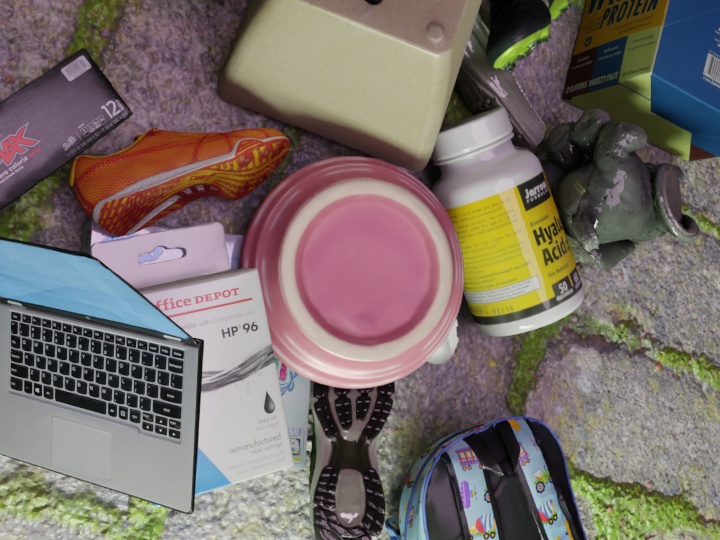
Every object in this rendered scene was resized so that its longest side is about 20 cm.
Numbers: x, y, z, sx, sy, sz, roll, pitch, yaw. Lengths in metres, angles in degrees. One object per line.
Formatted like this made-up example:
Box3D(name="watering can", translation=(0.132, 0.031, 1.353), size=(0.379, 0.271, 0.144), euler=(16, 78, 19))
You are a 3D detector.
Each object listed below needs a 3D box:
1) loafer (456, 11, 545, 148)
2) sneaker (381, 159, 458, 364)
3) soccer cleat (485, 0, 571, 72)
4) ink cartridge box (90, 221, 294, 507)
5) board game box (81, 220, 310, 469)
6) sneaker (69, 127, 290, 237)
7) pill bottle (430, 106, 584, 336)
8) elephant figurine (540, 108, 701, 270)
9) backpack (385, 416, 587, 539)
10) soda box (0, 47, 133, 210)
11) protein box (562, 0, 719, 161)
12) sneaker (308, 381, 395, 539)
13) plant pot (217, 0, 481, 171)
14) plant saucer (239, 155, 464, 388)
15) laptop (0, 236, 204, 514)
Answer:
Box3D(name="loafer", translation=(0.122, -0.207, 0.889), size=(0.070, 0.070, 0.200), euler=(-44, 107, -12))
Box3D(name="sneaker", translation=(0.028, -0.001, 0.844), size=(0.080, 0.076, 0.200), euler=(-22, 92, -18))
Box3D(name="soccer cleat", translation=(0.143, -0.244, 0.847), size=(0.081, 0.067, 0.200), euler=(48, 35, -9))
Box3D(name="ink cartridge box", translation=(-0.132, 0.066, 0.708), size=(0.116, 0.068, 0.201), euler=(-12, 94, -26))
Box3D(name="board game box", translation=(-0.137, 0.067, 0.767), size=(0.200, 0.043, 0.200), euler=(5, 87, -26))
Box3D(name="sneaker", translation=(-0.142, -0.093, 0.749), size=(0.200, 0.073, 0.077), euler=(-20, 61, -41))
Box3D(name="pill bottle", translation=(0.132, -0.048, 0.869), size=(0.111, 0.111, 0.200), euler=(-26, 101, -25))
Box3D(name="elephant figurine", translation=(0.283, -0.069, 0.935), size=(0.200, 0.141, 0.155), euler=(28, 92, -32))
Box3D(name="backpack", translation=(0.112, 0.234, 0.840), size=(0.182, 0.134, 0.201), euler=(-18, 98, -26))
Box3D(name="soda box", translation=(-0.274, -0.083, 0.685), size=(0.200, 0.071, 0.063), euler=(-41, 108, -21))
Box3D(name="protein box", translation=(0.354, -0.251, 0.970), size=(0.198, 0.135, 0.201), euler=(19, 81, -25))
Box3D(name="sneaker", translation=(-0.019, 0.160, 0.815), size=(0.077, 0.089, 0.200), euler=(13, 59, -10))
Box3D(name="plant pot", translation=(0.008, -0.225, 0.741), size=(0.200, 0.177, 0.200), euler=(20, 79, -5))
Box3D(name="plant saucer", translation=(0.000, 0.000, 0.770), size=(0.200, 0.051, 0.201), euler=(1, 86, -18))
Box3D(name="laptop", translation=(-0.216, 0.068, 0.613), size=(0.116, 0.187, 0.201), euler=(-17, 114, -63))
